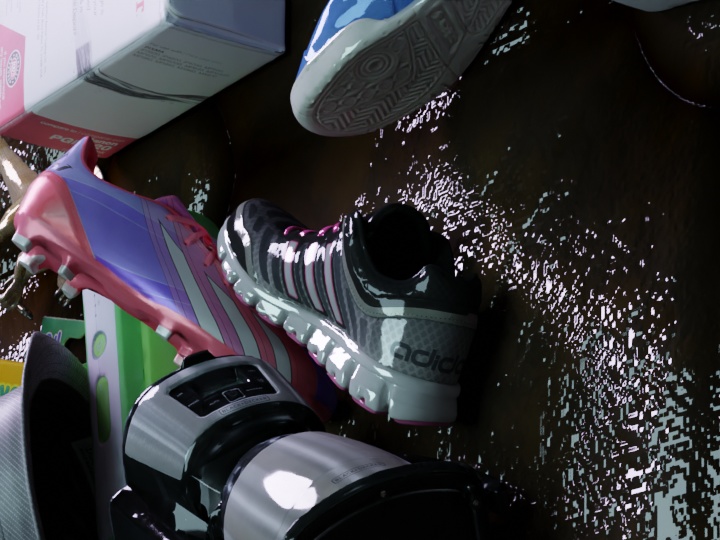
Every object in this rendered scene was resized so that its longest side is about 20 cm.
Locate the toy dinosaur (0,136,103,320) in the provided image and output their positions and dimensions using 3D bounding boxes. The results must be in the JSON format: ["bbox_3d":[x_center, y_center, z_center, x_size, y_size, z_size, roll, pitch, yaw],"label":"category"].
[{"bbox_3d":[-0.196,-0.028,1.803,0.101,0.058,0.200,-53,39,0],"label":"toy dinosaur"}]

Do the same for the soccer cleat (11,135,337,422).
[{"bbox_3d":[-0.089,0.007,1.536,0.077,0.199,0.067,-56,-11,-15],"label":"soccer cleat"}]

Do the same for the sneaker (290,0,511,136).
[{"bbox_3d":[0.024,-0.166,1.485,0.200,0.076,0.112,-49,48,29],"label":"sneaker"}]

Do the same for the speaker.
[{"bbox_3d":[-0.103,0.070,1.587,0.088,0.088,0.201,-37,50,44],"label":"speaker"}]

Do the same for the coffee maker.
[{"bbox_3d":[-0.032,0.155,1.404,0.200,0.134,0.193,26,105,59],"label":"coffee maker"}]

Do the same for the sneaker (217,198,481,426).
[{"bbox_3d":[0.000,0.000,1.475,0.200,0.073,0.088,41,110,51],"label":"sneaker"}]

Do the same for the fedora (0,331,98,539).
[{"bbox_3d":[-0.183,0.130,1.582,0.090,0.200,0.178,-13,71,12],"label":"fedora"}]

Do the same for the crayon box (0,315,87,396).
[{"bbox_3d":[-0.197,0.124,1.741,0.125,0.051,0.201,3,81,56],"label":"crayon box"}]

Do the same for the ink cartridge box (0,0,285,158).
[{"bbox_3d":[-0.128,-0.167,1.711,0.200,0.084,0.147,-26,57,52],"label":"ink cartridge box"}]

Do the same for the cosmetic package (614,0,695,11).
[{"bbox_3d":[0.145,-0.228,1.330,0.113,0.081,0.201,-6,73,55],"label":"cosmetic package"}]
